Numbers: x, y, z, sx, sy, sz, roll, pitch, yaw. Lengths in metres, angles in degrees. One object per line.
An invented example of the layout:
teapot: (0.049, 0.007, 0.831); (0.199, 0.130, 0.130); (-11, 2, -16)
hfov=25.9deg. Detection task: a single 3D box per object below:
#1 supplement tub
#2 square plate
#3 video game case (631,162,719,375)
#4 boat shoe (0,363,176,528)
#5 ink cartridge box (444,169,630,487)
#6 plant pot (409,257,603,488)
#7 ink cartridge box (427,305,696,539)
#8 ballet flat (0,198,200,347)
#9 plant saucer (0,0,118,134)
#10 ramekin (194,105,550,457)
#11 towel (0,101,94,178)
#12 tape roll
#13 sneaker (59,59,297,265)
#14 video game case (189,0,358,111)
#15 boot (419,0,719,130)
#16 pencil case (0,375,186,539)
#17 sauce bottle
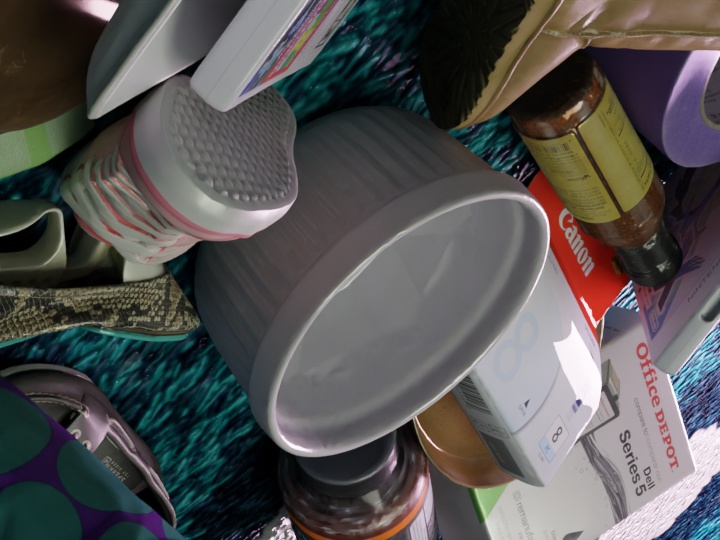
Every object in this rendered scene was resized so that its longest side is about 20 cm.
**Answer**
supplement tub: (-0.002, 0.159, 1.109); (0.107, 0.107, 0.200); (-35, 150, -14)
square plate: (-0.023, -0.163, 0.613); (0.198, 0.028, 0.200); (-51, 180, 28)
video game case: (0.254, -0.044, 1.108); (0.182, 0.022, 0.200); (-56, -168, 23)
boat shoe: (-0.156, 0.110, 0.896); (0.067, 0.057, 0.200); (-41, 152, -4)
ink cartridge box: (0.137, 0.024, 1.059); (0.200, 0.047, 0.160); (-52, 137, -19)
plant pot: (0.097, 0.052, 1.091); (0.200, 0.027, 0.200); (-15, 112, -42)
ink cartridge box: (0.149, 0.133, 1.217); (0.200, 0.084, 0.146); (-29, 111, -24)
ballet flat: (-0.149, 0.002, 0.760); (0.200, 0.068, 0.075); (-3, 110, -48)
plant saucer: (-0.114, -0.132, 0.594); (0.200, 0.029, 0.200); (-47, 159, -25)
ramekin: (0.000, 0.000, 0.893); (0.200, 0.105, 0.200); (-30, 149, -20)
towel: (-0.174, -0.093, 0.623); (0.149, 0.031, 0.200); (-29, 149, -22)
tape roll: (0.236, -0.168, 0.982); (0.200, 0.085, 0.200); (-31, 149, -21)
sneaker: (-0.087, -0.035, 0.695); (0.105, 0.075, 0.200); (-40, -168, 13)
video game case: (0.011, -0.163, 0.679); (0.200, 0.023, 0.182); (-51, -179, 16)
boot: (0.150, -0.130, 0.841); (0.200, 0.066, 0.175); (-5, 163, -23)
pencil case: (-0.167, 0.111, 0.732); (0.092, 0.200, 0.085); (-46, 157, -15)
sauce bottle: (0.155, -0.059, 1.000); (0.066, 0.066, 0.200); (-41, 135, -4)
